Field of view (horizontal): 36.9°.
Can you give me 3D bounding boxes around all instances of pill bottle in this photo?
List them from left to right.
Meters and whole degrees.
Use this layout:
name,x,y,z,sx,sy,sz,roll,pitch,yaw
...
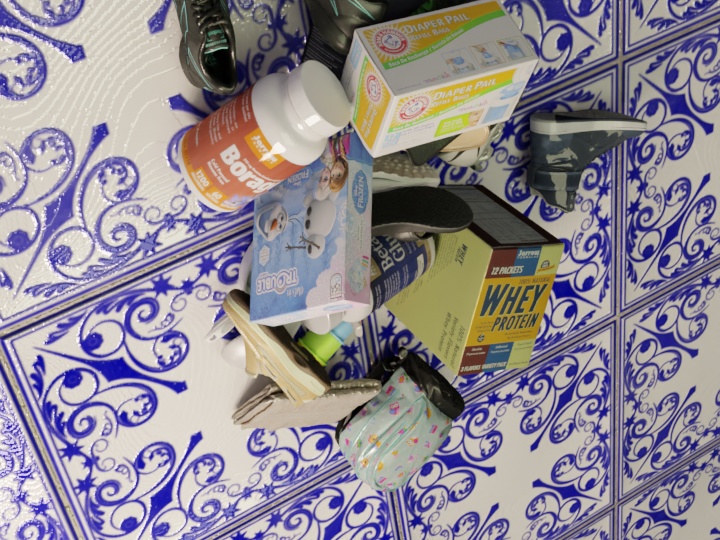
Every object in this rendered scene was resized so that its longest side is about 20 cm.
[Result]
name,x,y,z,sx,sy,sz,roll,pitch,yaw
pill bottle,-0.111,-0.158,1.257,0.199,0.114,0.112,-28,142,33
pill bottle,0.000,0.000,1.462,0.199,0.110,0.112,-36,134,-32

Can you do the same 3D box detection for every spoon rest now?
name,x,y,z,sx,sy,sz,roll,pitch,yaw
spoon rest,-0.098,0.088,1.496,0.197,0.061,0.100,-15,158,-6

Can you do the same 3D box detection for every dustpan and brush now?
name,x,y,z,sx,sy,sz,roll,pitch,yaw
dustpan and brush,-0.135,0.025,1.448,0.199,0.057,0.140,-35,132,-11

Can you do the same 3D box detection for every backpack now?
name,x,y,z,sx,sy,sz,roll,pitch,yaw
backpack,0.058,0.239,1.671,0.200,0.127,0.167,-46,136,2

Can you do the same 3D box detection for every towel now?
name,x,y,z,sx,sy,sz,roll,pitch,yaw
towel,-0.077,0.195,1.565,0.198,0.035,0.132,0,155,-34

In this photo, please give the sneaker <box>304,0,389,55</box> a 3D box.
name,x,y,z,sx,sy,sz,roll,pitch,yaw
sneaker,-0.047,-0.343,1.220,0.079,0.075,0.201,-37,97,26

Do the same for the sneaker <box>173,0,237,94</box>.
name,x,y,z,sx,sy,sz,roll,pitch,yaw
sneaker,-0.171,-0.292,1.205,0.075,0.079,0.202,-23,127,-19

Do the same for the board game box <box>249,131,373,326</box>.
name,x,y,z,sx,sy,sz,roll,pitch,yaw
board game box,-0.062,-0.045,1.308,0.043,0.199,0.202,10,74,-38

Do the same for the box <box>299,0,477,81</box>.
name,x,y,z,sx,sy,sz,roll,pitch,yaw
box,0.052,-0.309,1.341,0.198,0.104,0.184,3,117,-36

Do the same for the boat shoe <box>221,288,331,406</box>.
name,x,y,z,sx,sy,sz,roll,pitch,yaw
boat shoe,-0.124,0.111,1.419,0.076,0.072,0.200,-36,115,10

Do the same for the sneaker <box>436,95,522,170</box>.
name,x,y,z,sx,sy,sz,roll,pitch,yaw
sneaker,0.162,-0.232,1.484,0.088,0.074,0.202,5,118,-32

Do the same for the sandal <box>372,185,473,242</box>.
name,x,y,z,sx,sy,sz,roll,pitch,yaw
sandal,0.050,-0.070,1.426,0.197,0.076,0.048,-3,145,-13

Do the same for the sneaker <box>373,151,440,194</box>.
name,x,y,z,sx,sy,sz,roll,pitch,yaw
sneaker,0.013,-0.110,1.462,0.197,0.077,0.081,-4,120,-21

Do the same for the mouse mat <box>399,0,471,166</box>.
name,x,y,z,sx,sy,sz,roll,pitch,yaw
mouse mat,0.095,-0.241,1.339,0.160,0.008,0.201,-39,132,-8

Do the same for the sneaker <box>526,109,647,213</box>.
name,x,y,z,sx,sy,sz,roll,pitch,yaw
sneaker,0.339,-0.166,1.637,0.200,0.077,0.148,-6,110,-21

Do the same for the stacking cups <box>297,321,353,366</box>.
name,x,y,z,sx,sy,sz,roll,pitch,yaw
stacking cups,-0.029,0.076,1.560,0.200,0.060,0.061,-46,133,-5

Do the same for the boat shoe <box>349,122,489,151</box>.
name,x,y,z,sx,sy,sz,roll,pitch,yaw
boat shoe,0.083,-0.185,1.425,0.197,0.069,0.075,4,117,-14

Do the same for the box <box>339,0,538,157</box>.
name,x,y,z,sx,sy,sz,roll,pitch,yaw
box,0.086,-0.224,1.246,0.198,0.102,0.113,-19,154,-24

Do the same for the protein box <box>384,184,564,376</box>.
name,x,y,z,sx,sy,sz,roll,pitch,yaw
protein box,0.158,0.008,1.545,0.133,0.200,0.201,-3,119,-32
